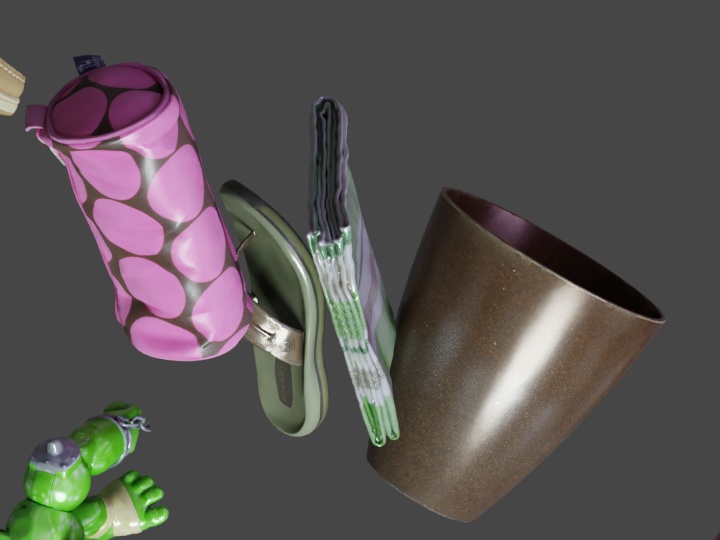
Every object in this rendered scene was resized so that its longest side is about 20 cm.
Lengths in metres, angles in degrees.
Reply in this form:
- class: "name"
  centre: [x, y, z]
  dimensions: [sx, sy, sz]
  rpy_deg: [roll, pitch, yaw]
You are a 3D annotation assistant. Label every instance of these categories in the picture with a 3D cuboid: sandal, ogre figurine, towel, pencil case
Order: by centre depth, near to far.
- class: "pencil case"
  centre: [-0.133, -0.033, 1.574]
  dimensions: [0.091, 0.093, 0.201]
  rpy_deg: [-100, 174, -52]
- class: "ogre figurine"
  centre: [-0.189, 0.180, 1.588]
  dimensions: [0.201, 0.098, 0.120]
  rpy_deg: [-56, 161, 3]
- class: "sandal"
  centre: [-0.064, 0.033, 1.701]
  dimensions: [0.057, 0.080, 0.202]
  rpy_deg: [-26, 126, -27]
- class: "towel"
  centre: [0.000, 0.000, 1.736]
  dimensions: [0.150, 0.030, 0.201]
  rpy_deg: [-89, 167, -47]

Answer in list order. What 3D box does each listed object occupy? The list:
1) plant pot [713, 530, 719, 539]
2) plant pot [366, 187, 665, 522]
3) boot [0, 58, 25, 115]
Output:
- class: "plant pot"
  centre: [0.386, 0.301, 2.311]
  dimensions: [0.177, 0.200, 0.201]
  rpy_deg: [-42, 135, -20]
- class: "plant pot"
  centre: [0.090, 0.073, 1.852]
  dimensions: [0.186, 0.187, 0.201]
  rpy_deg: [17, 106, -54]
- class: "boot"
  centre: [-0.225, -0.188, 1.397]
  dimensions: [0.200, 0.073, 0.156]
  rpy_deg: [39, 76, -46]
